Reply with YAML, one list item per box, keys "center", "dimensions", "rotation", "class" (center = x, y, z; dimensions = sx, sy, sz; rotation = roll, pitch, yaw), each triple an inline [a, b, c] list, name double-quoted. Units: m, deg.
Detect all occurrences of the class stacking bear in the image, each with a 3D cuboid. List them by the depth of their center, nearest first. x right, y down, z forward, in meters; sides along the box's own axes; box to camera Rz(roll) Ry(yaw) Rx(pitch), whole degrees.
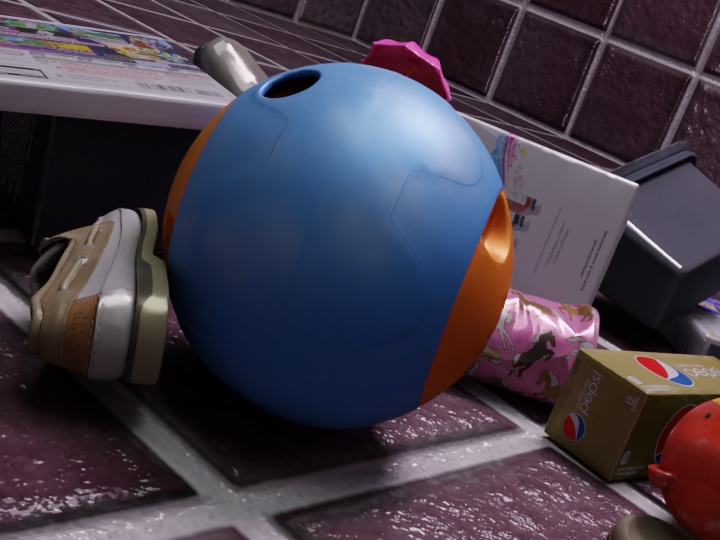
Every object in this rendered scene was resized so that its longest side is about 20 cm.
- center: [0.251, 0.122, 0.656]
  dimensions: [0.120, 0.116, 0.198]
  rotation: [21, 9, 39]
  class: "stacking bear"

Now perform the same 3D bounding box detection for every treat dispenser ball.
- center: [-0.013, -0.014, 0.596]
  dimensions: [0.198, 0.204, 0.201]
  rotation: [20, 15, -5]
  class: "treat dispenser ball"

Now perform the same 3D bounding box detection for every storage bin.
- center: [0.320, -0.024, 1.127]
  dimensions: [0.198, 0.147, 0.134]
  rotation: [-21, 51, -33]
  class: "storage bin"

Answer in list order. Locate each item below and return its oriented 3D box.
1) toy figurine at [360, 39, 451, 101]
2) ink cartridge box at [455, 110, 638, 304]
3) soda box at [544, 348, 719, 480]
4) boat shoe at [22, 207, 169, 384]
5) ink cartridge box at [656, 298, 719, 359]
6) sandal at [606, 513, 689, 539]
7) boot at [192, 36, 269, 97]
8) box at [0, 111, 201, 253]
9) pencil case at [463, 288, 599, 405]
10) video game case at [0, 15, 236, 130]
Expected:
- center: [0.010, -0.130, 1.002]
  dimensions: [0.149, 0.185, 0.201]
  rotation: [33, 16, -22]
  class: "toy figurine"
- center: [0.128, -0.040, 0.946]
  dimensions: [0.198, 0.147, 0.145]
  rotation: [25, 3, 14]
  class: "ink cartridge box"
- center: [0.226, 0.104, 0.776]
  dimensions: [0.198, 0.069, 0.064]
  rotation: [6, 20, -45]
  class: "soda box"
- center: [-0.150, 0.004, 0.589]
  dimensions: [0.067, 0.076, 0.200]
  rotation: [7, 10, -17]
  class: "boat shoe"
- center: [0.424, 0.078, 1.180]
  dimensions: [0.197, 0.044, 0.198]
  rotation: [16, 16, -12]
  class: "ink cartridge box"
- center: [0.206, 0.175, 0.531]
  dimensions: [0.079, 0.055, 0.200]
  rotation: [10, 19, -37]
  class: "sandal"
- center: [-0.035, -0.115, 0.803]
  dimensions: [0.068, 0.130, 0.202]
  rotation: [-36, 95, -45]
  class: "boot"
- center: [-0.199, -0.099, 0.796]
  dimensions: [0.146, 0.106, 0.200]
  rotation: [1, 24, -37]
  class: "box"
- center: [0.080, 0.036, 0.787]
  dimensions: [0.197, 0.088, 0.083]
  rotation: [20, -15, -5]
  class: "pencil case"
- center: [-0.198, -0.137, 0.711]
  dimensions: [0.197, 0.023, 0.182]
  rotation: [1, 25, -32]
  class: "video game case"
